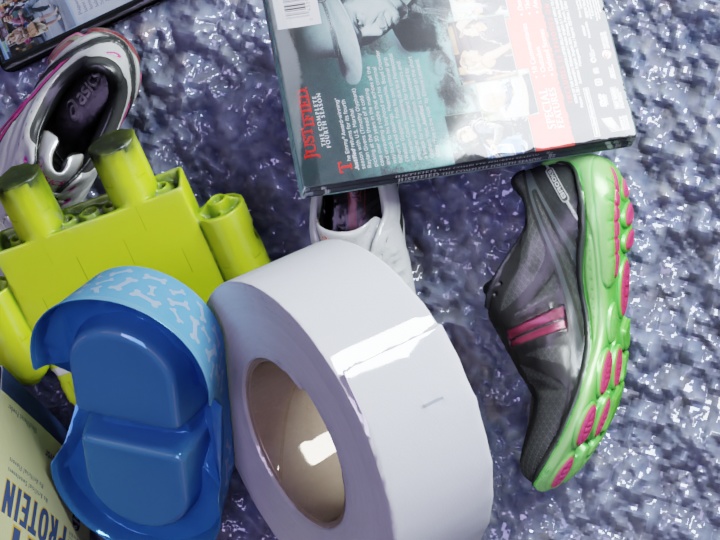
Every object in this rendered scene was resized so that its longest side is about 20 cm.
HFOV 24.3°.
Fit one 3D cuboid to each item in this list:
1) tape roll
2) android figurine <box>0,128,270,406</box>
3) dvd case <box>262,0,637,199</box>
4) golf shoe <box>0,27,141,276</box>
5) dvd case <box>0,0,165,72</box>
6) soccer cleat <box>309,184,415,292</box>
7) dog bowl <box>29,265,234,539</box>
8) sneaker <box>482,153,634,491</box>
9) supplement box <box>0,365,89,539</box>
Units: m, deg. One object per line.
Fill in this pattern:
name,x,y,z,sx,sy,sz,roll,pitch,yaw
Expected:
tape roll,-0.011,0.086,0.959,0.071,0.202,0.203,-23,86,-27
android figurine,-0.143,0.016,1.025,0.181,0.041,0.201,-18,118,3
dvd case,0.050,-0.127,0.979,0.199,0.022,0.147,-10,75,-9
golf shoe,-0.205,-0.061,1.047,0.072,0.092,0.201,27,100,-12
dvd case,-0.168,-0.232,1.076,0.199,0.018,0.143,-23,87,11
soccer cleat,0.000,0.000,1.011,0.068,0.085,0.201,-5,90,13
dog bowl,-0.129,0.083,0.991,0.111,0.050,0.201,10,128,15
sneaker,0.115,0.031,1.000,0.083,0.077,0.201,4,86,25
supplement box,-0.282,0.189,1.015,0.199,0.134,0.201,-11,58,13
